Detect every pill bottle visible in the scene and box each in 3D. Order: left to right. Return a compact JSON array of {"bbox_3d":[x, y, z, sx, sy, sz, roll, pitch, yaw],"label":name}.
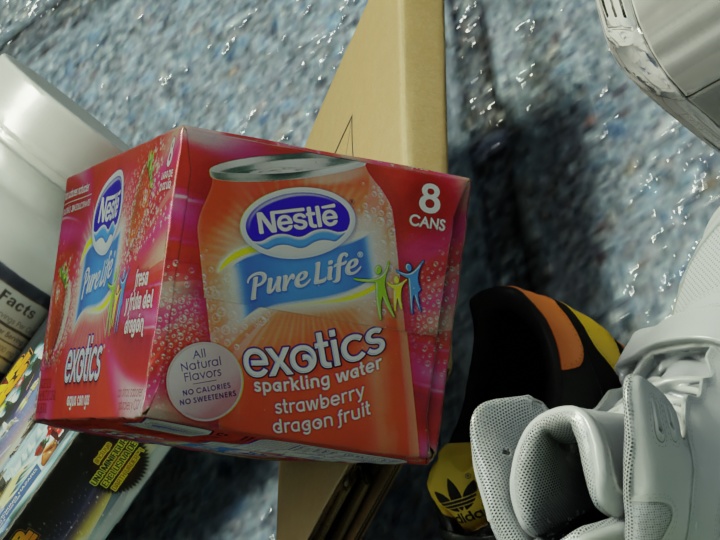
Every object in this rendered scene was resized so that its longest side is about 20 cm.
[{"bbox_3d":[-0.186,0.008,1.250,0.200,0.111,0.111,-52,37,2],"label":"pill bottle"}]

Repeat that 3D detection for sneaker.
[{"bbox_3d":[0.049,0.100,0.945,0.070,0.090,0.201,-16,51,39],"label":"sneaker"},{"bbox_3d":[0.102,0.043,0.912,0.075,0.115,0.201,-12,53,39],"label":"sneaker"}]

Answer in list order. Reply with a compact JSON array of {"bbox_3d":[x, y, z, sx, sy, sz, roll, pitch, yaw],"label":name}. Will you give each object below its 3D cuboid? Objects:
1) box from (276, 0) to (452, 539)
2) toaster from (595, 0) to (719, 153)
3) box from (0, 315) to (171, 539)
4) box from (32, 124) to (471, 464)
[{"bbox_3d":[0.000,0.000,1.065,0.164,0.021,0.201,116,161,-49],"label":"box"},{"bbox_3d":[0.152,-0.129,0.996,0.129,0.113,0.201,-34,43,27],"label":"toaster"},{"bbox_3d":[-0.108,0.050,1.162,0.200,0.040,0.137,-54,19,1],"label":"box"},{"bbox_3d":[-0.043,0.013,0.970,0.200,0.099,0.096,168,111,-74],"label":"box"}]
